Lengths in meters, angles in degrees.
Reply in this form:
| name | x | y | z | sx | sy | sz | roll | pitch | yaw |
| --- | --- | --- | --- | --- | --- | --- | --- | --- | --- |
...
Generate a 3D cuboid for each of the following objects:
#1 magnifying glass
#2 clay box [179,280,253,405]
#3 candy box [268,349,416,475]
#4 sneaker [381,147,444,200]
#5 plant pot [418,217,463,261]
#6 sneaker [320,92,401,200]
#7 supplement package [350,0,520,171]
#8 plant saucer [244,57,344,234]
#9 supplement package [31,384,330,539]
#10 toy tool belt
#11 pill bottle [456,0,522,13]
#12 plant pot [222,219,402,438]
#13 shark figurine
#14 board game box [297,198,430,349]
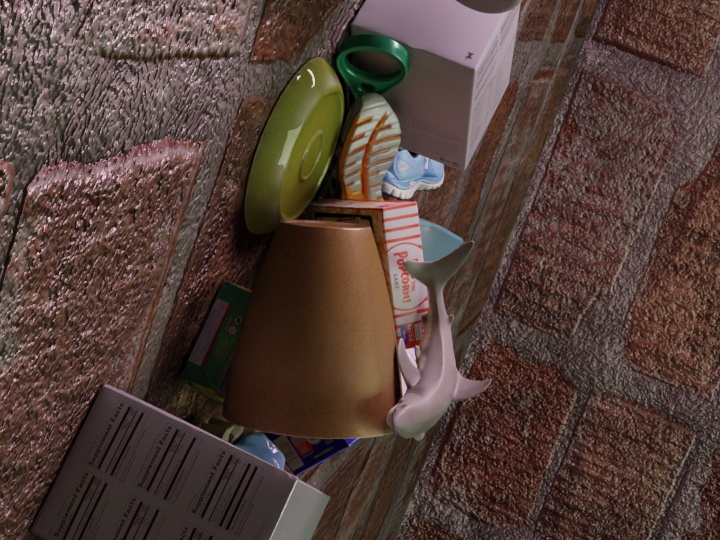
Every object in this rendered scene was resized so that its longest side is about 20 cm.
| name | x | y | z | sx | sy | sz | roll | pitch | yaw |
| --- | --- | --- | --- | --- | --- | --- | --- | --- | --- |
| magnifying glass | 0.006 | -0.205 | 1.482 | 0.200 | 0.079 | 0.022 | 111 | -9 | -69 |
| clay box | -0.132 | 0.093 | 1.452 | 0.200 | 0.047 | 0.115 | 65 | 48 | -74 |
| candy box | -0.004 | 0.185 | 1.817 | 0.200 | 0.077 | 0.169 | -30 | 176 | -37 |
| sneaker | 0.076 | -0.159 | 1.830 | 0.200 | 0.078 | 0.090 | -39 | 146 | -66 |
| plant pot | 0.025 | -0.020 | 1.737 | 0.142 | 0.141 | 0.200 | -67 | 160 | -2 |
| sneaker | -0.011 | -0.125 | 1.523 | 0.078 | 0.077 | 0.200 | -17 | 140 | -30 |
| supplement package | 0.087 | -0.250 | 1.532 | 0.200 | 0.151 | 0.151 | 89 | 26 | -61 |
| plant saucer | -0.063 | -0.126 | 1.401 | 0.200 | 0.031 | 0.201 | 22 | 90 | -78 |
| supplement package | -0.158 | 0.225 | 1.221 | 0.147 | 0.199 | 0.191 | -64 | 167 | -10 |
| toy tool belt | -0.135 | 0.220 | 1.453 | 0.123 | 0.125 | 0.200 | -49 | 177 | 25 |
| pill bottle | 0.159 | -0.367 | 1.343 | 0.200 | 0.112 | 0.112 | -57 | 164 | -26 |
| plant pot | -0.040 | 0.052 | 1.332 | 0.186 | 0.186 | 0.201 | -16 | 111 | -75 |
| shark figurine | 0.089 | 0.089 | 1.329 | 0.128 | 0.089 | 0.215 | 59 | 36 | -52 |
| board game box | 0.000 | 0.000 | 1.444 | 0.046 | 0.200 | 0.152 | -11 | 100 | -28 |
